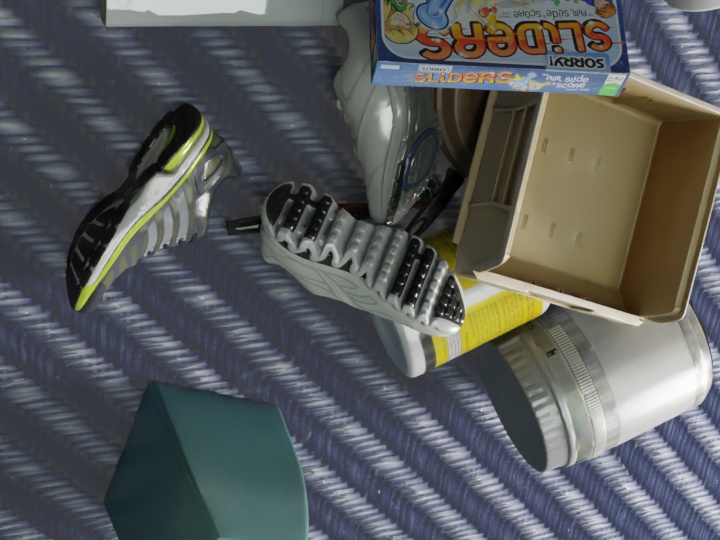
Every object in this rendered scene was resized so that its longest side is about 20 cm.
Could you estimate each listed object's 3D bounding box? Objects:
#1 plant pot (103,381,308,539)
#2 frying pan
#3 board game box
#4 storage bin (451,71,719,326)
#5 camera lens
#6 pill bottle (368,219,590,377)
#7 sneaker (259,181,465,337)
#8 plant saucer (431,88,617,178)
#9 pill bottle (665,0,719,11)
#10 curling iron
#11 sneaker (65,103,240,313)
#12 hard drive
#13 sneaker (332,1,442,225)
[{"bbox_3d":[-0.129,0.222,1.068,0.140,0.200,0.143,14,108,-28],"label":"plant pot"},{"bbox_3d":[0.119,-0.102,1.110,0.114,0.031,0.192,15,110,-25],"label":"frying pan"},{"bbox_3d":[0.105,-0.207,0.928,0.197,0.137,0.035,1,157,-7],"label":"board game box"},{"bbox_3d":[0.199,-0.068,1.026,0.198,0.093,0.201,15,88,-27],"label":"storage bin"},{"bbox_3d":[0.237,0.094,1.183,0.198,0.160,0.161,-24,122,-10],"label":"camera lens"},{"bbox_3d":[0.109,0.009,1.115,0.198,0.114,0.115,-25,122,-10],"label":"pill bottle"},{"bbox_3d":[0.000,0.000,1.027,0.199,0.075,0.081,30,142,2],"label":"sneaker"},{"bbox_3d":[0.157,-0.165,1.068,0.198,0.029,0.202,-8,114,-18],"label":"plant saucer"},{"bbox_3d":[0.288,-0.336,1.021,0.109,0.110,0.201,-28,123,-8],"label":"pill bottle"},{"bbox_3d":[-0.024,-0.060,1.068,0.198,0.026,0.050,-14,106,-4],"label":"curling iron"},{"bbox_3d":[-0.174,-0.039,0.998,0.081,0.074,0.200,35,100,-35],"label":"sneaker"},{"bbox_3d":[-0.106,-0.262,0.941,0.198,0.026,0.133,-5,116,-21],"label":"hard drive"},{"bbox_3d":[0.021,-0.137,1.013,0.074,0.086,0.202,-32,131,-51],"label":"sneaker"}]
